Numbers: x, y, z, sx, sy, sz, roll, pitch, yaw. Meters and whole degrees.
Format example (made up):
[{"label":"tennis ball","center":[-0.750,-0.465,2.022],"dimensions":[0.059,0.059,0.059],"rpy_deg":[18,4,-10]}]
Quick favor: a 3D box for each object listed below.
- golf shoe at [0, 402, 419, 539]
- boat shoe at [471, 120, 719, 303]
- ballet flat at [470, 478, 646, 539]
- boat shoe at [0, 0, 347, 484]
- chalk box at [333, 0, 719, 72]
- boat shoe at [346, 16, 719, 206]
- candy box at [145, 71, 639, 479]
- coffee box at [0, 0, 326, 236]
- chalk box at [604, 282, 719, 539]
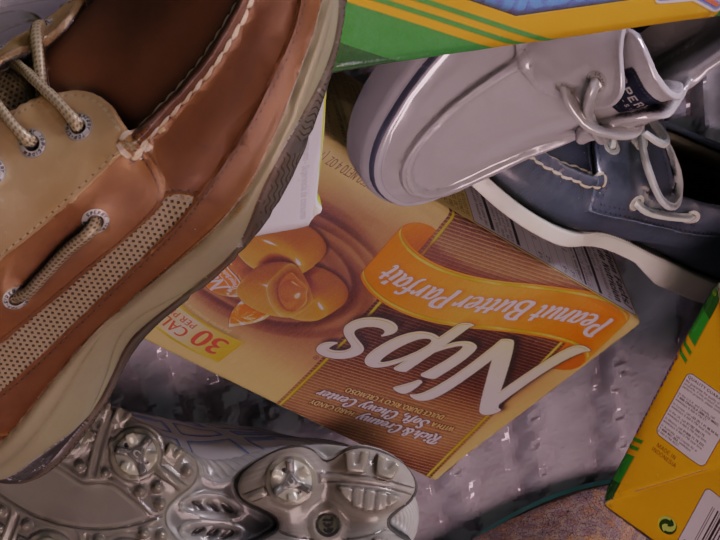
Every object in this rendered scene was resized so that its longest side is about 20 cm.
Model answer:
[{"label":"golf shoe","center":[-0.077,0.092,1.110],"dimensions":[0.199,0.097,0.079],"rpy_deg":[11,92,-4]},{"label":"boat shoe","center":[0.100,-0.040,1.067],"dimensions":[0.200,0.075,0.062],"rpy_deg":[24,120,-41]},{"label":"ballet flat","center":[0.051,0.159,1.237],"dimensions":[0.199,0.067,0.068],"rpy_deg":[-23,135,-5]},{"label":"boat shoe","center":[-0.076,-0.024,0.710],"dimensions":[0.074,0.076,0.200],"rpy_deg":[17,121,-34]},{"label":"chalk box","center":[0.070,-0.154,0.815],"dimensions":[0.199,0.125,0.124],"rpy_deg":[-10,132,-15]},{"label":"boat shoe","center":[0.083,-0.079,0.933],"dimensions":[0.200,0.066,0.073],"rpy_deg":[-39,140,15]},{"label":"candy box","center":[0.000,0.000,1.064],"dimensions":[0.115,0.055,0.200],"rpy_deg":[-39,136,24]},{"label":"coffee box","center":[-0.125,-0.132,0.781],"dimensions":[0.197,0.200,0.200],"rpy_deg":[-10,135,-17]},{"label":"chalk box","center":[0.215,0.049,1.142],"dimensions":[0.200,0.124,0.124],"rpy_deg":[-34,154,-48]}]
